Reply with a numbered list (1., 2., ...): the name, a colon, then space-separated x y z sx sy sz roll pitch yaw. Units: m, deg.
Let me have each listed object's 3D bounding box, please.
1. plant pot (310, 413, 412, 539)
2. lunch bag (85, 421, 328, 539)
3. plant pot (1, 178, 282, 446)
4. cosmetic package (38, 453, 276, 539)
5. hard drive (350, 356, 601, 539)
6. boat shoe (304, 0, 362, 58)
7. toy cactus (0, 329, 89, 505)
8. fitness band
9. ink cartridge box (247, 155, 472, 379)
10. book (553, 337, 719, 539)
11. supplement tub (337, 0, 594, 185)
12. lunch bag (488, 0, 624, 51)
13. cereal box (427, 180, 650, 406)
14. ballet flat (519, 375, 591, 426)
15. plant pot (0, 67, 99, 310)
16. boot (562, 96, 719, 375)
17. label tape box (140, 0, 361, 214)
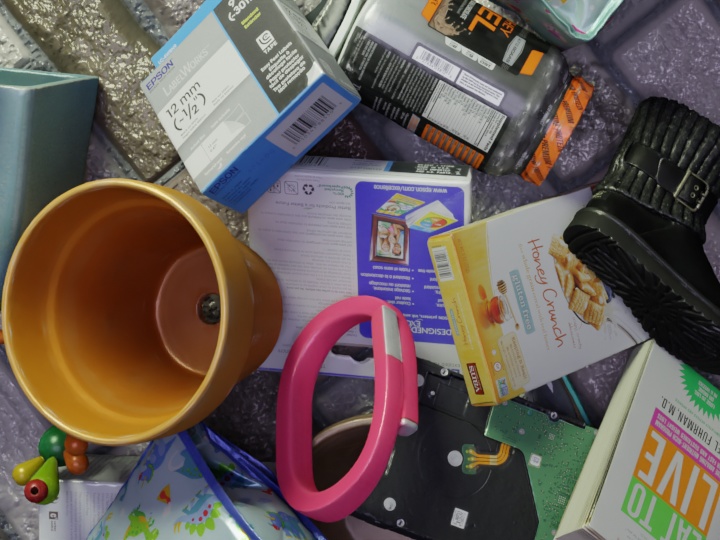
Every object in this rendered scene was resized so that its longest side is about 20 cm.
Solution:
1. plant pot: 0.022 0.220 1.238 0.199 0.093 0.203 1 96 5
2. lunch bag: -0.133 0.239 1.139 0.200 0.127 0.171 41 100 29
3. plant pot: -0.156 0.034 1.142 0.199 0.183 0.202 -1 88 21
4. cosmetic package: -0.176 0.211 1.251 0.198 0.101 0.072 1 96 6
5. hard drive: 0.100 0.168 1.162 0.199 0.038 0.141 21 72 -10
6. boat shoe: -0.055 -0.181 1.220 0.060 0.076 0.201 26 96 -3
7. toy cactus: -0.263 0.110 1.216 0.101 0.165 0.202 -8 71 1
8. fitness band: -0.013 0.108 1.151 0.037 0.201 0.143 29 132 -31
9. ink cartridge box: 0.000 0.000 1.225 0.196 0.043 0.201 5 117 10
10. book: 0.255 0.175 1.172 0.133 0.048 0.201 37 54 -11
11. supplement tub: 0.088 -0.161 1.185 0.199 0.123 0.123 29 97 1
12. lunch bag: 0.197 -0.285 1.140 0.122 0.170 0.200 37 94 -3
13. cereal box: 0.158 0.015 1.178 0.199 0.039 0.145 -20 95 -34
14. ballet flat: 0.137 0.061 1.227 0.073 0.073 0.201 -22 95 6
15. plant pot: -0.347 -0.071 1.201 0.195 0.196 0.202 6 100 5
16. boot: 0.283 -0.030 1.185 0.211 0.079 0.158 44 64 -14
17. label tape box: -0.108 -0.170 1.176 0.143 0.066 0.201 -42 59 16
